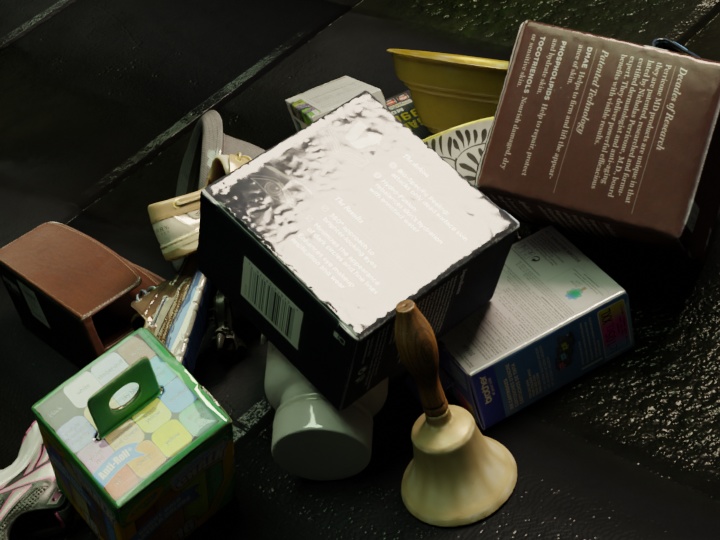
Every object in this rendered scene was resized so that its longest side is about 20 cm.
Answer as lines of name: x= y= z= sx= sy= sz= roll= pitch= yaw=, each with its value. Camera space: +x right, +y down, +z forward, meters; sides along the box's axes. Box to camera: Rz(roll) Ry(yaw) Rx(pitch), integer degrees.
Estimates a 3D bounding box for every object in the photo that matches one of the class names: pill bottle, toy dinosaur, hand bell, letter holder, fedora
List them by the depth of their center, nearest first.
hand bell: x=0.061 y=0.106 z=1.191 sx=0.103 sy=0.201 sz=0.105 roll=-11 pitch=37 yaw=9
pill bottle: x=-0.030 y=0.083 z=1.319 sx=0.113 sy=0.115 sz=0.201 roll=-8 pitch=51 yaw=14
toy dinosaur: x=-0.112 y=0.011 z=1.437 sx=0.102 sy=0.137 sz=0.199 roll=-8 pitch=-7 yaw=39
letter holder: x=-0.274 y=0.018 z=1.538 sx=0.142 sy=0.101 sz=0.199 roll=-36 pitch=39 yaw=-25
fedora: x=-0.146 y=-0.080 z=1.577 sx=0.090 sy=0.200 sz=0.178 roll=8 pitch=68 yaw=-14

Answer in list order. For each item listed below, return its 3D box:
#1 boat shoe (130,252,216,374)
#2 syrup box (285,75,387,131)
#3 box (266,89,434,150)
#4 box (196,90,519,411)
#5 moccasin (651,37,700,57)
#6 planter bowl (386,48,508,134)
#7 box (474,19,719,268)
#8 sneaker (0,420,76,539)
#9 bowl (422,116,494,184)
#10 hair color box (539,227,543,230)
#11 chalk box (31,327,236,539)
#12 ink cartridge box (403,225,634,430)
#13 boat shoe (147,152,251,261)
boat shoe: x=-0.190 y=0.047 z=1.420 sx=0.072 sy=0.073 sz=0.201 roll=9 pitch=50 yaw=6
syrup box: x=-0.019 y=-0.149 z=1.519 sx=0.081 sy=0.079 sz=0.200 roll=-22 pitch=15 yaw=-6
box: x=0.003 y=-0.118 z=1.632 sx=0.199 sy=0.049 sz=0.159 roll=-23 pitch=36 yaw=-6
box: x=-0.005 y=-0.021 z=1.255 sx=0.199 sy=0.118 sz=0.197 roll=-34 pitch=65 yaw=-29
moccasin: x=0.363 y=-0.190 z=1.549 sx=0.080 sy=0.069 sz=0.200 roll=-29 pitch=38 yaw=-14
planter bowl: x=0.122 y=-0.185 z=1.552 sx=0.199 sy=0.084 sz=0.200 roll=6 pitch=11 yaw=-1
box: x=0.237 y=-0.115 z=1.348 sx=0.199 sy=0.166 sz=0.166 roll=16 pitch=86 yaw=21
sneaker: x=-0.285 y=0.202 z=1.342 sx=0.086 sy=0.081 sz=0.200 roll=30 pitch=65 yaw=31
bowl: x=0.091 y=-0.071 z=1.467 sx=0.199 sy=0.201 sz=0.095 roll=-23 pitch=81 yaw=-4
hair color box: x=0.247 y=-0.130 z=1.529 sx=0.110 sy=0.064 sz=0.201 roll=-5 pitch=37 yaw=18
chalk box: x=-0.189 y=0.146 z=1.224 sx=0.124 sy=0.201 sz=0.124 roll=-37 pitch=67 yaw=-22
ink cartridge box: x=0.131 y=0.056 z=1.328 sx=0.199 sy=0.077 sz=0.137 roll=-25 pitch=37 yaw=-12
boat shoe: x=-0.127 y=-0.084 z=1.443 sx=0.200 sy=0.070 sz=0.074 roll=-35 pitch=12 yaw=-35
